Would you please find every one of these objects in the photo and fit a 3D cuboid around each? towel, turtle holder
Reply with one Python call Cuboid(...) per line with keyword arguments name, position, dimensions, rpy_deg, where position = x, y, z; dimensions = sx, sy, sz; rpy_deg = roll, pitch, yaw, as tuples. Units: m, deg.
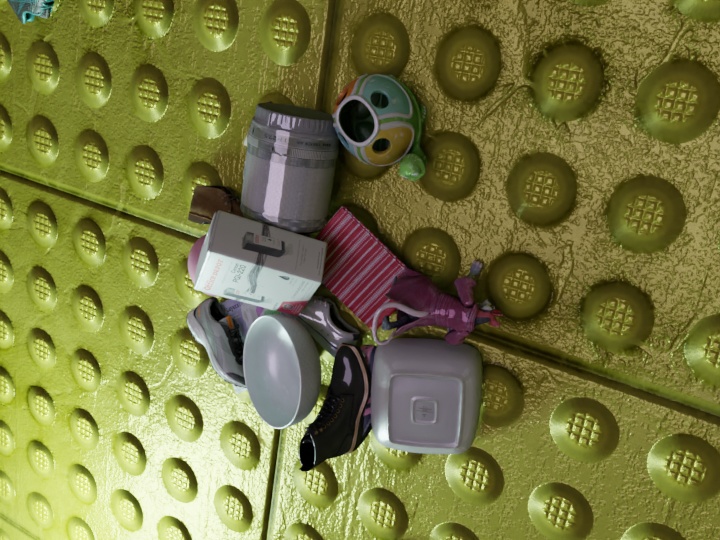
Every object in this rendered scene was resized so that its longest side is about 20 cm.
Cuboid(name="towel", position=(0.000, 0.000, 1.208), dimensions=(0.200, 0.023, 0.145), rpy_deg=(44, 118, -2))
Cuboid(name="turtle holder", position=(0.028, -0.225, 1.100), dimensions=(0.138, 0.131, 0.190), rpy_deg=(-14, 95, 29))

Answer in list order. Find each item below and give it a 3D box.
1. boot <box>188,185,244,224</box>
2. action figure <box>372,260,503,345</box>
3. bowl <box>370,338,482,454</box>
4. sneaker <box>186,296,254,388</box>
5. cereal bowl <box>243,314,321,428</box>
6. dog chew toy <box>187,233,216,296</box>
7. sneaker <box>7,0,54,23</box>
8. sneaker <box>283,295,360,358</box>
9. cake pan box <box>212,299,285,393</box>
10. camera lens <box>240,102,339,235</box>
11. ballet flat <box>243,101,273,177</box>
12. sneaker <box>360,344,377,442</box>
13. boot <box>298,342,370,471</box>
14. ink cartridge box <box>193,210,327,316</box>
Cuboid(name="boot", position=(-0.255, -0.120, 1.314), dimensions=(0.196, 0.073, 0.077), rpy_deg=(14, 101, 27))
Cuboid(name="action figure", position=(0.134, 0.058, 1.103), dimensions=(0.196, 0.148, 0.138), rpy_deg=(9, 105, 24))
Cuboid(name="bowl", position=(0.113, 0.226, 1.164), dimensions=(0.195, 0.075, 0.205), rpy_deg=(4, 105, 5))
Cuboid(name="sneaker", position=(-0.260, 0.142, 1.320), dimensions=(0.079, 0.074, 0.201), rpy_deg=(-41, 82, 23))
Cuboid(name="cereal bowl", position=(-0.133, 0.180, 1.239), dimensions=(0.198, 0.082, 0.206), rpy_deg=(5, 97, 49))
Cuboid(name="dog chew toy", position=(-0.232, -0.019, 1.295), dimensions=(0.196, 0.124, 0.128), rpy_deg=(-8, 99, 24))
Cuboid(name="sneaker", position=(-0.672, -0.585, 1.430), dimensions=(0.196, 0.078, 0.093), rpy_deg=(-7, 115, 32))
Cuboid(name="sneaker", position=(-0.082, 0.078, 1.274), dimensions=(0.199, 0.073, 0.071), rpy_deg=(40, 108, 4))
Cuboid(name="cake pan box", position=(-0.209, 0.132, 1.359), dimensions=(0.197, 0.052, 0.188), rpy_deg=(-22, 89, 30))
Cuboid(name="camera lens", position=(-0.122, -0.174, 1.176), dimensions=(0.157, 0.159, 0.205), rpy_deg=(18, 110, 22))
Cuboid(name="ballet flat", position=(-0.194, -0.213, 1.261), dimensions=(0.064, 0.070, 0.205), rpy_deg=(19, 107, 37))
Cuboid(name="sneaker", position=(0.007, 0.230, 1.258), dimensions=(0.081, 0.070, 0.204), rpy_deg=(26, 105, 15))
Cuboid(name="boot", position=(-0.050, 0.239, 1.175), dimensions=(0.076, 0.137, 0.206), rpy_deg=(5, 99, 35))
Cuboid(name="ink cartridge box", position=(-0.173, -0.008, 1.156), dimensions=(0.196, 0.087, 0.146), rpy_deg=(17, 147, -16))
